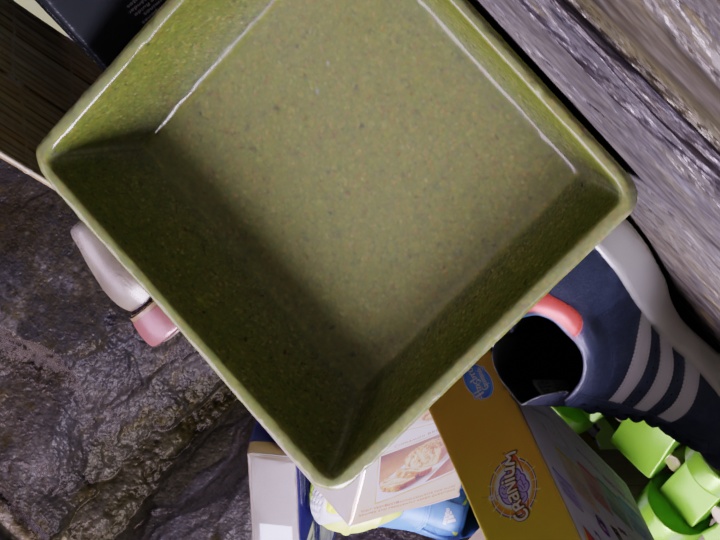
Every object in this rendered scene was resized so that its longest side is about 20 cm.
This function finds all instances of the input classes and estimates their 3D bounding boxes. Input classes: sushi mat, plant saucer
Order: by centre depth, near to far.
[{"bbox_3d":[-0.007,-0.044,1.244,0.200,0.200,0.048,48,-154,7],"label":"plant saucer"},{"bbox_3d":[-0.133,-0.069,1.374,0.200,0.012,0.096,33,-138,-48],"label":"sushi mat"}]

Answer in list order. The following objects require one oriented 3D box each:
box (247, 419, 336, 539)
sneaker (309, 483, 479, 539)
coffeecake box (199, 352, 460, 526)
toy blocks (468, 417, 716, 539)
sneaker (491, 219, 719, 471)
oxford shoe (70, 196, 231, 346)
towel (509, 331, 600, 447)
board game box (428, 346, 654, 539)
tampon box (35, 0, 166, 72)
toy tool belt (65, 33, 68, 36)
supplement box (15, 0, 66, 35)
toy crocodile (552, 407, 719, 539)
[{"bbox_3d":[-0.028,0.096,1.640,0.200,0.032,0.121,-70,-19,-58],"label":"box"},{"bbox_3d":[0.041,0.102,1.624,0.105,0.076,0.200,16,-156,8],"label":"sneaker"},{"bbox_3d":[0.000,0.000,1.494,0.154,0.073,0.200,47,137,39],"label":"coffeecake box"},{"bbox_3d":[0.114,0.158,1.572,0.200,0.137,0.100,3,-136,-52],"label":"toy blocks"},{"bbox_3d":[0.111,0.042,1.344,0.200,0.085,0.075,50,176,-39],"label":"sneaker"},{"bbox_3d":[-0.077,-0.042,1.369,0.075,0.070,0.200,46,-156,-9],"label":"oxford shoe"},{"bbox_3d":[0.070,0.014,1.649,0.200,0.086,0.166,48,179,-38],"label":"towel"},{"bbox_3d":[0.108,0.146,1.348,0.153,0.040,0.200,45,-164,-45],"label":"board game box"},{"bbox_3d":[-0.116,-0.184,1.302,0.150,0.126,0.200,47,178,31],"label":"tampon box"},{"bbox_3d":[-0.057,-0.118,1.559,0.200,0.123,0.125,40,-173,-43],"label":"toy tool belt"},{"bbox_3d":[-0.148,-0.186,1.676,0.200,0.134,0.200,45,175,48],"label":"supplement box"},{"bbox_3d":[0.150,0.074,1.501,0.200,0.062,0.068,48,136,11],"label":"toy crocodile"}]
